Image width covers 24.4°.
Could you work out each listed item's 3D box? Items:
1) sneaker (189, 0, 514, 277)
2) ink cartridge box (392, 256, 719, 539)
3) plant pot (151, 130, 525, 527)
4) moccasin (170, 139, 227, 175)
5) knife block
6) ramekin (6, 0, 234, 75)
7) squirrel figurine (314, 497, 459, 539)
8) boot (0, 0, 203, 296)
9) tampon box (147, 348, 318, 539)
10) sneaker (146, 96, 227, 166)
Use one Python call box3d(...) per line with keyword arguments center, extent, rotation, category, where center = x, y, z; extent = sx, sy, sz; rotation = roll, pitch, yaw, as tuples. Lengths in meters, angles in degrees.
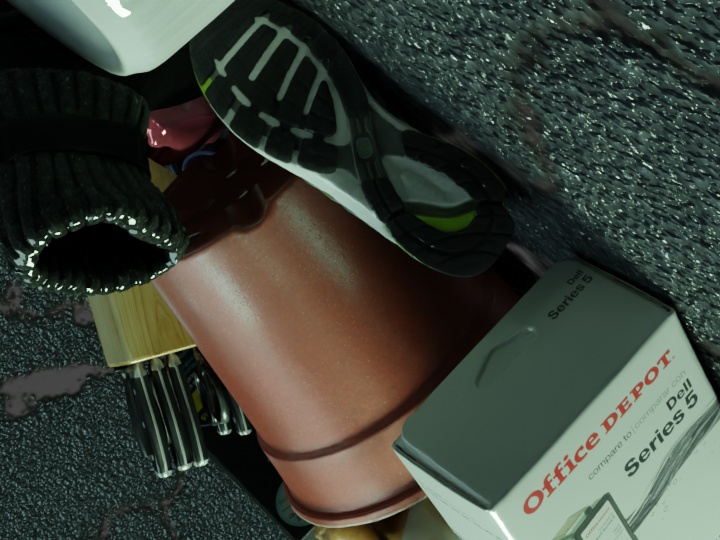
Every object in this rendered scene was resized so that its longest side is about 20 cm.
box3d(center=(-0.010, -0.067, 0.883), extent=(0.200, 0.074, 0.081), rotation=(41, 176, -1), category="sneaker")
box3d(center=(0.127, 0.115, 0.911), extent=(0.084, 0.146, 0.200), rotation=(31, 162, 46), category="ink cartridge box")
box3d(center=(-0.020, 0.014, 1.003), extent=(0.196, 0.201, 0.201), rotation=(52, 167, -24), category="plant pot")
box3d(center=(-0.105, -0.062, 1.216), extent=(0.200, 0.080, 0.069), rotation=(2, 105, 60), category="moccasin")
box3d(center=(-0.146, 0.027, 1.084), extent=(0.199, 0.176, 0.064), rotation=(32, 164, -17), category="knife block")
box3d(center=(-0.139, -0.177, 0.767), extent=(0.202, 0.094, 0.202), rotation=(38, 172, 7), category="ramekin")
box3d(center=(0.088, 0.122, 1.080), extent=(0.141, 0.187, 0.200), rotation=(34, -176, 8), category="squirrel figurine")
box3d(center=(-0.120, -0.070, 0.869), extent=(0.158, 0.210, 0.080), rotation=(53, 136, 25), category="boot")
box3d(center=(-0.032, 0.113, 1.242), extent=(0.200, 0.150, 0.126), rotation=(39, 171, 36), category="tampon box")
box3d(center=(-0.132, -0.109, 1.133), extent=(0.074, 0.087, 0.200), rotation=(40, 172, -2), category="sneaker")
